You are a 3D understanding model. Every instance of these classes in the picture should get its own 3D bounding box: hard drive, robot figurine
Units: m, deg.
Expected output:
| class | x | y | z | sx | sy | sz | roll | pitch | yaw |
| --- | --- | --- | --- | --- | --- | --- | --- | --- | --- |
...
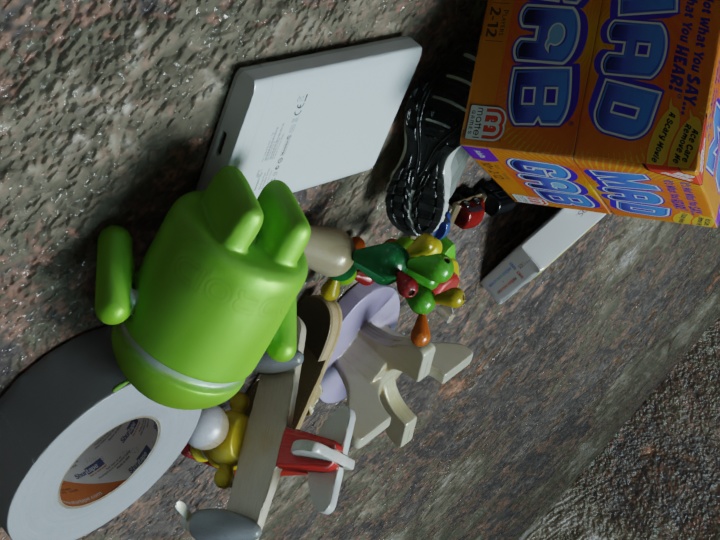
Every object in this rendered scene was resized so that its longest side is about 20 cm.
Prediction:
| class | x | y | z | sx | sy | sz | roll | pitch | yaw |
| --- | --- | --- | --- | --- | --- | --- | --- | --- | --- |
| hard drive | -0.041 | -0.121 | 0.991 | 0.199 | 0.027 | 0.132 | -21 | 145 | -45 |
| robot figurine | -0.116 | 0.022 | 0.921 | 0.175 | 0.116 | 0.201 | 14 | 119 | -36 |

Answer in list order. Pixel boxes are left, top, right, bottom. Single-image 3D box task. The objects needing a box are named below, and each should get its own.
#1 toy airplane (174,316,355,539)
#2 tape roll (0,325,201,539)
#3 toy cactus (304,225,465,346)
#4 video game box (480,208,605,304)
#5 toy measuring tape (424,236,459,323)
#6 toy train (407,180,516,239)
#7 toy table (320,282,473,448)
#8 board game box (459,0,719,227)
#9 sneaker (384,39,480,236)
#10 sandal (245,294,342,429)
| class | x | y | z | sx | sy | sz | roll | pitch | yaw |
| --- | --- | --- | --- | --- | --- | --- | --- | --- | --- |
| toy airplane | -0.102 | 0.164 | 1.137 | 0.141 | 0.201 | 0.199 | 27 | 115 | -35 |
| tape roll | -0.231 | 0.142 | 1.027 | 0.200 | 0.066 | 0.201 | -37 | 154 | -21 |
| toy cactus | 0.000 | 0.000 | 1.139 | 0.164 | 0.200 | 0.103 | 16 | 92 | -28 |
| video game box | 0.256 | -0.051 | 1.526 | 0.200 | 0.047 | 0.182 | -40 | 178 | -18 |
| toy measuring tape | 0.076 | 0.023 | 1.370 | 0.073 | 0.074 | 0.200 | -40 | 156 | -16 |
| toy train | 0.113 | -0.065 | 1.320 | 0.199 | 0.046 | 0.034 | -19 | 145 | -48 |
| toy table | 0.025 | 0.110 | 1.359 | 0.184 | 0.117 | 0.201 | -39 | 155 | -20 |
| board game box | 0.225 | -0.168 | 1.067 | 0.200 | 0.198 | 0.201 | 27 | 73 | -66 |
| sneaker | 0.077 | -0.132 | 1.143 | 0.079 | 0.074 | 0.201 | -57 | 170 | -54 |
| sandal | -0.059 | 0.118 | 1.274 | 0.069 | 0.078 | 0.213 | -3 | 126 | -51 |
